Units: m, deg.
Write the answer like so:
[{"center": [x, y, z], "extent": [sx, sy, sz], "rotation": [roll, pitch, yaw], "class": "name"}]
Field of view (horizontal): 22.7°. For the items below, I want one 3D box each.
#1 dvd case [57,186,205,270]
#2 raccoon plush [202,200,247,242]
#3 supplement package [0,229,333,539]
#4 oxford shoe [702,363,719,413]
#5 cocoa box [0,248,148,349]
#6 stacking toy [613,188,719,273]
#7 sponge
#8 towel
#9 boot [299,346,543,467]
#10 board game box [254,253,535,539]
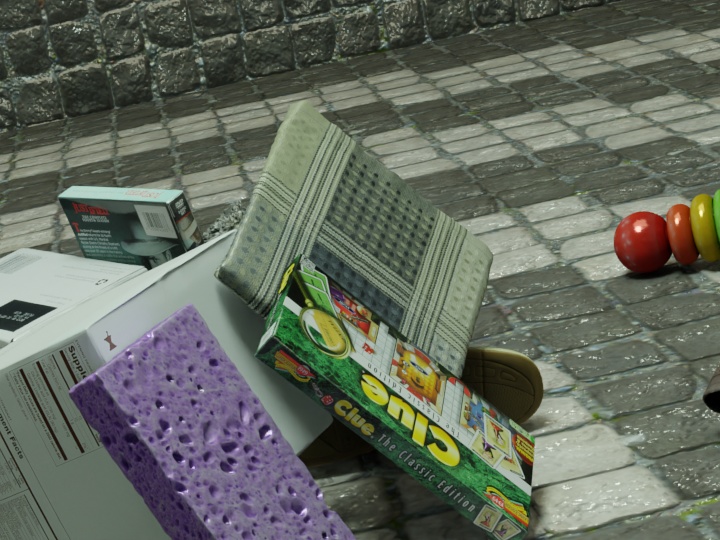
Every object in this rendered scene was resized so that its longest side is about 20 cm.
[{"center": [-0.150, 0.028, 1.394], "extent": [0.145, 0.202, 0.022], "rotation": [4, 35, 47], "class": "dvd case"}, {"center": [-0.165, 0.010, 1.536], "extent": [0.198, 0.136, 0.097], "rotation": [-3, 16, -25], "class": "raccoon plush"}, {"center": [-0.161, 0.100, 1.140], "extent": [0.199, 0.148, 0.191], "rotation": [-24, 8, 31], "class": "supplement package"}, {"center": [0.284, 0.098, 1.118], "extent": [0.072, 0.071, 0.200], "rotation": [-42, 22, -3], "class": "oxford shoe"}, {"center": [-0.248, 0.075, 1.404], "extent": [0.133, 0.133, 0.199], "rotation": [-30, 23, -33], "class": "cocoa box"}, {"center": [0.318, -0.040, 1.558], "extent": [0.198, 0.086, 0.085], "rotation": [-11, 14, 21], "class": "stacking toy"}, {"center": [-0.072, 0.122, 1.006], "extent": [0.030, 0.201, 0.111], "rotation": [-34, 1, 30], "class": "sponge"}, {"center": [0.000, 0.000, 1.205], "extent": [0.035, 0.192, 0.201], "rotation": [-42, 17, 38], "class": "towel"}, {"center": [0.029, 0.082, 1.322], "extent": [0.198, 0.073, 0.155], "rotation": [-11, 12, 0], "class": "boot"}, {"center": [0.026, 0.079, 1.101], "extent": [0.023, 0.199, 0.105], "rotation": [-45, 15, 29], "class": "board game box"}]
